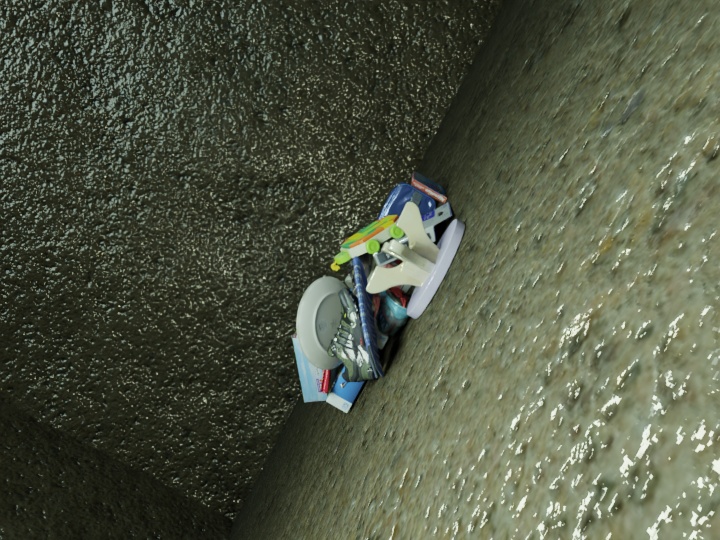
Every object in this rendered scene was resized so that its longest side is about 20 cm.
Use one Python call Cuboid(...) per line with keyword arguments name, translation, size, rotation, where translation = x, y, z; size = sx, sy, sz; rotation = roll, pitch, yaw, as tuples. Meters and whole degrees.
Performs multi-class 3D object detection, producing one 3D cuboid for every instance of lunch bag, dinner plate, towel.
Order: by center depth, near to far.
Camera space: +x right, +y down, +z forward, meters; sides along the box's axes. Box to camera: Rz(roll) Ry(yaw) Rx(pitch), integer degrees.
Cuboid(name="towel", translation=(0.016, 0.089, 1.008), size=(0.146, 0.023, 0.202), rotation=(73, -174, -53))
Cuboid(name="dinner plate", translation=(-0.063, 0.115, 1.130), size=(0.024, 0.201, 0.202), rotation=(-4, 48, 40))
Cuboid(name="lunch bag", translation=(0.125, -0.153, 1.523), size=(0.202, 0.134, 0.132), rotation=(-62, 2, 10))

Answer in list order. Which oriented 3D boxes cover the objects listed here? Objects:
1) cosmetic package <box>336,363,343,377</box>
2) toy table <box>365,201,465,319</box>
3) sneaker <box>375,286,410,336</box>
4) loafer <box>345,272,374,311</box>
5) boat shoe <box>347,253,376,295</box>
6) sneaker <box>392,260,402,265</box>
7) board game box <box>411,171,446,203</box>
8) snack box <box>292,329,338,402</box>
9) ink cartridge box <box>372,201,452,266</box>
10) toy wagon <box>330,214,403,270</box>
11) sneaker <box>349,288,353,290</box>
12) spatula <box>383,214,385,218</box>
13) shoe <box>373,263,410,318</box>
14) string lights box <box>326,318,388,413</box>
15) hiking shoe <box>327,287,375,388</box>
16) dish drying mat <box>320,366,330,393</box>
Cuboid(name="cosmetic package", translation=(-0.020, 0.241, 1.358), size=(0.152, 0.051, 0.200), rotation=(-61, 3, 8))
Cuboid(name="toy table", translation=(0.101, -0.024, 0.981), size=(0.202, 0.116, 0.184), rotation=(-64, 3, -11))
Cuboid(name="sneaker", translation=(0.058, 0.085, 1.117), size=(0.097, 0.078, 0.200), rotation=(-64, 2, 7))
Cuboid(name="loafer", translation=(0.022, 0.050, 1.457), size=(0.200, 0.071, 0.064), rotation=(52, -128, -52))
Cuboid(name="boat shoe", translation=(0.000, 0.000, 1.251), size=(0.072, 0.064, 0.201), rotation=(-54, 8, 33))
Cuboid(name="sneaker", translation=(0.081, 0.025, 1.400), size=(0.198, 0.114, 0.071), rotation=(-24, -3, -38))
Cuboid(name="board game box", translation=(0.190, -0.236, 1.451), size=(0.020, 0.102, 0.200), rotation=(-61, 3, 18))
Cuboid(name="snack box", translation=(-0.105, 0.202, 1.295), size=(0.200, 0.066, 0.172), rotation=(-72, -25, -72))
Cuboid(name="ink cartridge box", translation=(0.132, -0.089, 1.228), size=(0.198, 0.044, 0.198), rotation=(-26, 11, 15))
Cuboid(name="toy wagon", translation=(0.011, -0.066, 1.205), size=(0.198, 0.040, 0.155), rotation=(-32, 13, -15))
Cuboid(name="sneaker", translation=(-0.037, 0.135, 1.277), size=(0.083, 0.070, 0.202), rotation=(104, -174, -72))
Cuboid(name="spatula", translation=(0.027, -0.068, 1.377), size=(0.201, 0.020, 0.057), rotation=(-57, 7, 44))
Cuboid(name="shoe", translation=(0.052, 0.064, 1.284), size=(0.201, 0.090, 0.072), rotation=(-61, 3, 34))
Cuboid(name="string lights box", translation=(-0.003, 0.215, 1.200), size=(0.202, 0.058, 0.103), rotation=(-62, 0, 8))
Cuboid(name="hiking shoe", translation=(-0.031, 0.137, 1.078), size=(0.076, 0.099, 0.203), rotation=(39, -146, -68))
Cuboid(name="dish drying mat", translation=(-0.070, 0.176, 1.180), size=(0.077, 0.018, 0.204), rotation=(93, -177, -78))
